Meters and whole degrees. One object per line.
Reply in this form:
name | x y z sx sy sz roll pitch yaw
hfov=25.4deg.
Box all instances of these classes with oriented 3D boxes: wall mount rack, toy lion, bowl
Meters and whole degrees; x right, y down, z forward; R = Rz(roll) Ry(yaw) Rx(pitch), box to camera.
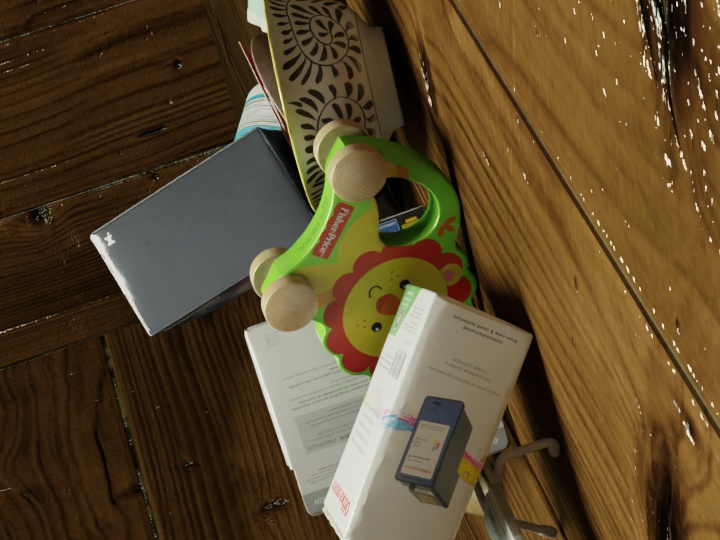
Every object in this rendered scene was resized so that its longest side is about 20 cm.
wall mount rack | 0.149 0.228 1.253 0.174 0.074 0.200 86 165 -55
toy lion | 0.020 -0.005 1.334 0.200 0.191 0.069 -62 27 19
bowl | -0.016 -0.158 1.378 0.201 0.094 0.202 -13 -90 -86

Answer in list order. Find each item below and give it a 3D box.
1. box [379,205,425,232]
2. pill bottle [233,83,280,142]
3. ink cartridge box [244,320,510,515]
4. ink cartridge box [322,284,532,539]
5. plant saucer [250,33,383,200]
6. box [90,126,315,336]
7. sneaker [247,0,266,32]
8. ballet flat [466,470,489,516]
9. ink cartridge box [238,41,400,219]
box | 0.000 0.000 1.582 0.200 0.136 0.040 98 153 -76
pill bottle | -0.090 -0.143 1.841 0.111 0.110 0.201 84 -161 -65
ink cartridge box | 0.015 0.105 1.443 0.084 0.199 0.176 172 80 -86
ink cartridge box | 0.048 0.121 1.257 0.145 0.087 0.201 -163 96 -82
plant saucer | -0.032 -0.158 1.571 0.200 0.032 0.200 48 -164 -19
box | -0.132 -0.041 1.586 0.124 0.200 0.198 59 -170 2
sneaker | -0.072 -0.305 1.635 0.200 0.073 0.119 -148 57 -63
ballet flat | 0.091 0.207 1.691 0.200 0.072 0.068 -118 11 -58
ink cartridge box | -0.039 -0.142 1.621 0.163 0.050 0.200 64 -172 28
